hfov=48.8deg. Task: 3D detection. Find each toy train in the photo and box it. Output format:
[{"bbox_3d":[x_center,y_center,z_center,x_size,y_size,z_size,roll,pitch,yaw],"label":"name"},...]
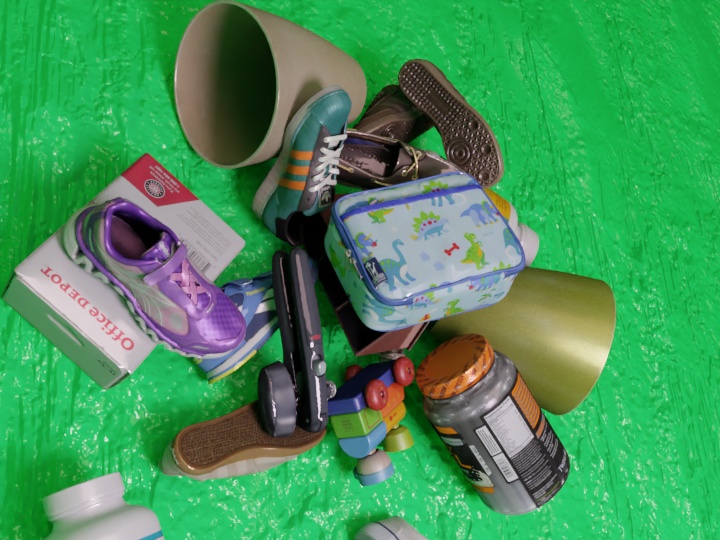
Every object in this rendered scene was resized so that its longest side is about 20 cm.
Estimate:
[{"bbox_3d":[0.035,0.161,0.945,0.200,0.085,0.116,-28,103,-58],"label":"toy train"}]

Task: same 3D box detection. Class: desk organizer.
[{"bbox_3d":[0.000,0.000,0.949,0.077,0.072,0.200,-6,53,-31],"label":"desk organizer"}]

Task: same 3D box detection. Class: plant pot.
[{"bbox_3d":[-0.092,-0.224,0.973,0.200,0.187,0.188,-13,77,-48],"label":"plant pot"},{"bbox_3d":[0.192,0.066,1.032,0.200,0.187,0.187,20,59,-8],"label":"plant pot"}]

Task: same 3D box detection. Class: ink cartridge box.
[{"bbox_3d":[-0.240,-0.002,0.823,0.148,0.086,0.200,45,54,-10],"label":"ink cartridge box"}]

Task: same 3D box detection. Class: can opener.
[{"bbox_3d":[-0.065,0.075,0.840,0.079,0.063,0.200,1,89,-56],"label":"can opener"}]

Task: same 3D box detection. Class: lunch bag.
[{"bbox_3d":[0.068,-0.027,0.890,0.200,0.083,0.161,-12,58,-22],"label":"lunch bag"}]

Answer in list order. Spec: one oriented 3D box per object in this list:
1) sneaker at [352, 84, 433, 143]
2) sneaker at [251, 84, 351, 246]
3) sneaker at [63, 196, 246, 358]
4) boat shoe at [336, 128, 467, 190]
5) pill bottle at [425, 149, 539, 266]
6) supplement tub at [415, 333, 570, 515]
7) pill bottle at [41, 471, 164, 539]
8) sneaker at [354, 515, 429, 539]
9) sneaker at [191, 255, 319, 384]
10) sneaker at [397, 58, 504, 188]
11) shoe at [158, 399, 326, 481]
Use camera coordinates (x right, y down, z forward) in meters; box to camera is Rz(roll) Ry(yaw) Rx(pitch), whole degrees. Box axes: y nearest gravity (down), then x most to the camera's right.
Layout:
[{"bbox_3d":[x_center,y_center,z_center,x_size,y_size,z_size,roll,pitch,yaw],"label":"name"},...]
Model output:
[{"bbox_3d":[0.040,-0.215,1.114,0.200,0.071,0.076,-31,61,-35],"label":"sneaker"},{"bbox_3d":[-0.052,-0.113,0.905,0.080,0.200,0.071,47,38,19],"label":"sneaker"},{"bbox_3d":[-0.185,0.005,0.749,0.200,0.088,0.081,43,53,-14],"label":"sneaker"},{"bbox_3d":[0.040,-0.126,0.967,0.200,0.060,0.072,15,74,-1],"label":"boat shoe"},{"bbox_3d":[0.140,-0.067,1.080,0.200,0.113,0.113,31,56,-19],"label":"pill bottle"},{"bbox_3d":[0.155,0.182,0.950,0.123,0.122,0.200,-46,112,-37],"label":"supplement tub"},{"bbox_3d":[-0.217,0.285,0.696,0.111,0.111,0.200,-12,76,-36],"label":"pill bottle"},{"bbox_3d":[0.082,0.333,0.846,0.071,0.073,0.200,-17,45,-40],"label":"sneaker"},{"bbox_3d":[-0.121,0.036,0.893,0.082,0.074,0.200,47,52,-5],"label":"sneaker"},{"bbox_3d":[0.131,-0.198,1.046,0.200,0.070,0.076,57,29,8],"label":"sneaker"},{"bbox_3d":[-0.122,0.180,0.843,0.200,0.053,0.070,-2,55,-45],"label":"shoe"}]
